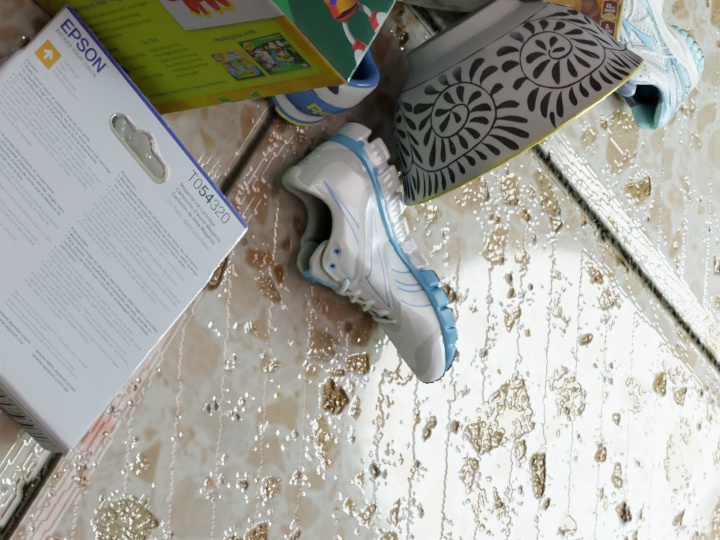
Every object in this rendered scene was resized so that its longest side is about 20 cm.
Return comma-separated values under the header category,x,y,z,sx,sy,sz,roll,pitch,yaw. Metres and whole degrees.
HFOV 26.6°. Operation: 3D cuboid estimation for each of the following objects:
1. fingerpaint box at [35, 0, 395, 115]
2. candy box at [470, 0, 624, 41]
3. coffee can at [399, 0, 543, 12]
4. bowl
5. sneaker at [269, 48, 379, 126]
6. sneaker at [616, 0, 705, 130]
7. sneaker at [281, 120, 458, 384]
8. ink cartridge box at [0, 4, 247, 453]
category,x,y,z,sx,sy,sz,roll,pitch,yaw
fingerpaint box,-0.107,-0.181,0.913,0.167,0.200,0.073,44,61,-31
candy box,0.156,-0.269,1.193,0.055,0.115,0.200,47,51,-79
coffee can,0.077,-0.305,1.107,0.146,0.146,0.200,11,82,-40
bowl,0.093,-0.138,1.097,0.201,0.201,0.094,-37,98,-35
sneaker,-0.035,-0.203,1.053,0.074,0.082,0.200,-25,103,-37
sneaker,0.217,-0.192,1.274,0.200,0.078,0.086,38,69,-34
sneaker,0.000,0.000,1.098,0.087,0.075,0.200,-31,104,-26
ink cartridge box,-0.190,-0.026,0.944,0.196,0.043,0.200,53,56,-26
